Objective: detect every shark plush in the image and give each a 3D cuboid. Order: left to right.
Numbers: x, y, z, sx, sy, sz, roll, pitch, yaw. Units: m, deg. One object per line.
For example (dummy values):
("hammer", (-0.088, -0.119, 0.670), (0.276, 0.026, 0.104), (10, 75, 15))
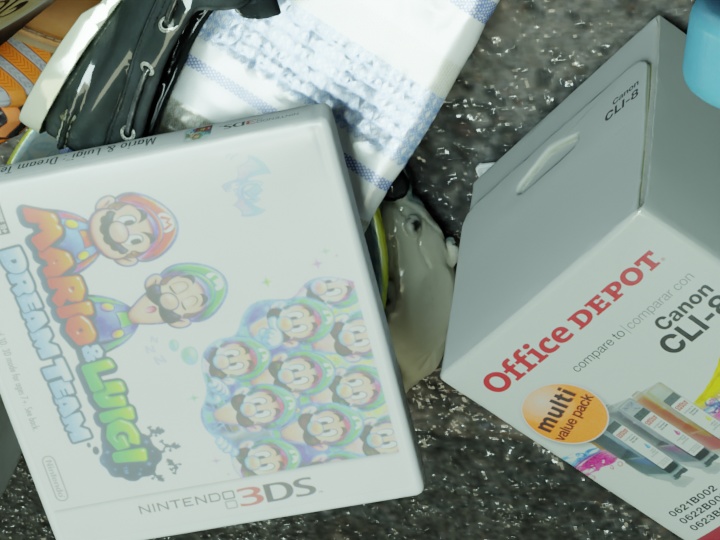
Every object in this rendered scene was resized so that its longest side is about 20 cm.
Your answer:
("shark plush", (0.000, 0.000, 0.994), (0.083, 0.091, 0.201), (28, 148, 34))

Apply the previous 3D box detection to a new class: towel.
("towel", (-0.044, -0.082, 0.879), (0.146, 0.024, 0.201), (31, 103, 2))

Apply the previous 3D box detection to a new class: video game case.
("video game case", (-0.079, 0.032, 0.869), (0.181, 0.024, 0.201), (-10, 119, 9))

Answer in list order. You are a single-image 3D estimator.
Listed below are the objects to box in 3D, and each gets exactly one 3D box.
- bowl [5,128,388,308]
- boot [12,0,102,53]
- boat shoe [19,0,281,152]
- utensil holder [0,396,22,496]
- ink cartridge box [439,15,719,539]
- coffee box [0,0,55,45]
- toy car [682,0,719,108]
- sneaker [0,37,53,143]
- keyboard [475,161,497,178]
("bowl", (-0.076, -0.008, 0.960), (0.199, 0.108, 0.201), (1, 98, 10))
("boot", (-0.142, -0.198, 0.854), (0.155, 0.077, 0.200), (-34, 107, 35))
("boat shoe", (-0.067, -0.122, 0.825), (0.066, 0.075, 0.200), (39, 104, -3))
("utensil holder", (-0.287, 0.040, 1.046), (0.199, 0.170, 0.170), (12, 134, 5))
("ink cartridge box", (0.160, 0.016, 0.891), (0.200, 0.145, 0.145), (33, 130, -16))
("coffee box", (-0.173, -0.137, 0.774), (0.200, 0.113, 0.080), (-30, 86, 37))
("toy car", (0.133, -0.188, 0.742), (0.200, 0.177, 0.185), (26, 128, 34))
("sneaker", (-0.243, -0.130, 0.937), (0.200, 0.078, 0.112), (45, 150, -2))
("keyboard", (0.118, 0.018, 1.008), (0.056, 0.011, 0.200), (-8, 128, 24))
